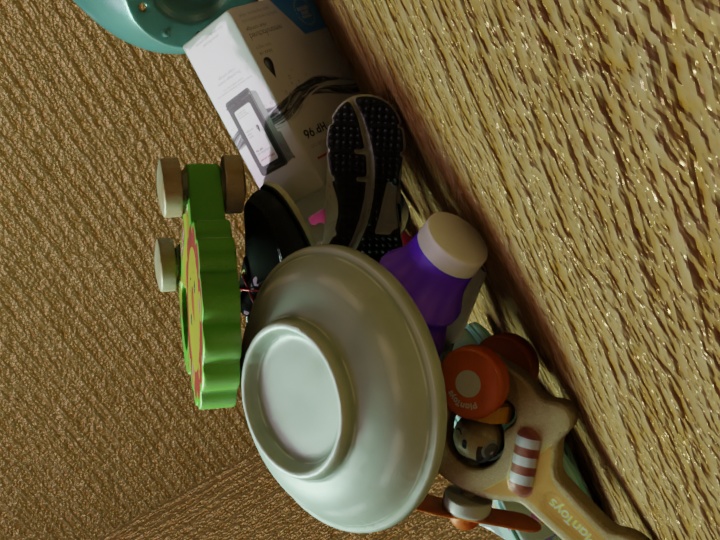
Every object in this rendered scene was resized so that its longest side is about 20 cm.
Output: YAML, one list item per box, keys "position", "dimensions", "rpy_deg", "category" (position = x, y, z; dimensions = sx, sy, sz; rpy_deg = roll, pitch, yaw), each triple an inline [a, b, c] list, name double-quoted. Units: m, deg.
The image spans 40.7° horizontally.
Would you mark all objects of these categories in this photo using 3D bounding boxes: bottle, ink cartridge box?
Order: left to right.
- position: [-0.050, -0.129, 0.834]
  dimensions: [0.116, 0.068, 0.201]
  rpy_deg: [-36, -80, -50]
  category: "ink cartridge box"
- position: [0.017, 0.044, 0.688]
  dimensions: [0.065, 0.200, 0.084]
  rpy_deg: [-4, -129, -42]
  category: "bottle"

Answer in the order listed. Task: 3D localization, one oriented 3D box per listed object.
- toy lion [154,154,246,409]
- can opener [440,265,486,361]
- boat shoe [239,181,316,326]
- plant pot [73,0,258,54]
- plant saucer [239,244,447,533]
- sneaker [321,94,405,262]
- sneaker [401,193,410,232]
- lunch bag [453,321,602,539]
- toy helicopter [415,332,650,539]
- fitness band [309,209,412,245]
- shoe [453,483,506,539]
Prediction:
- position: [-0.122, 0.022, 0.762]
  dimensions: [0.200, 0.068, 0.193]
  rpy_deg: [114, 150, -60]
  category: "toy lion"
- position: [0.051, 0.054, 0.761]
  dimensions: [0.067, 0.052, 0.201]
  rpy_deg: [-60, -11, -54]
  category: "can opener"
- position: [-0.070, 0.021, 0.817]
  dimensions: [0.074, 0.063, 0.202]
  rpy_deg: [35, 142, 41]
  category: "boat shoe"
- position: [-0.174, -0.290, 0.872]
  dimensions: [0.161, 0.200, 0.201]
  rpy_deg: [51, 171, 45]
  category: "plant pot"
- position: [-0.030, 0.084, 0.660]
  dimensions: [0.050, 0.200, 0.201]
  rpy_deg: [-9, -118, -45]
  category: "plant saucer"
- position: [0.004, -0.040, 0.767]
  dimensions: [0.080, 0.073, 0.201]
  rpy_deg: [-87, 4, -75]
  category: "sneaker"
- position: [-0.019, -0.110, 0.956]
  dimensions: [0.200, 0.075, 0.077]
  rpy_deg: [56, 174, 27]
  category: "sneaker"
- position: [0.123, 0.145, 0.797]
  dimensions: [0.161, 0.077, 0.200]
  rpy_deg: [65, 177, -36]
  category: "lunch bag"
- position: [0.109, 0.145, 0.647]
  dimensions: [0.200, 0.133, 0.079]
  rpy_deg: [43, -158, 18]
  category: "toy helicopter"
- position: [0.000, 0.000, 0.969]
  dimensions: [0.144, 0.037, 0.200]
  rpy_deg: [50, -146, 19]
  category: "fitness band"
- position: [0.180, 0.237, 0.886]
  dimensions: [0.091, 0.072, 0.200]
  rpy_deg: [15, -171, -40]
  category: "shoe"
